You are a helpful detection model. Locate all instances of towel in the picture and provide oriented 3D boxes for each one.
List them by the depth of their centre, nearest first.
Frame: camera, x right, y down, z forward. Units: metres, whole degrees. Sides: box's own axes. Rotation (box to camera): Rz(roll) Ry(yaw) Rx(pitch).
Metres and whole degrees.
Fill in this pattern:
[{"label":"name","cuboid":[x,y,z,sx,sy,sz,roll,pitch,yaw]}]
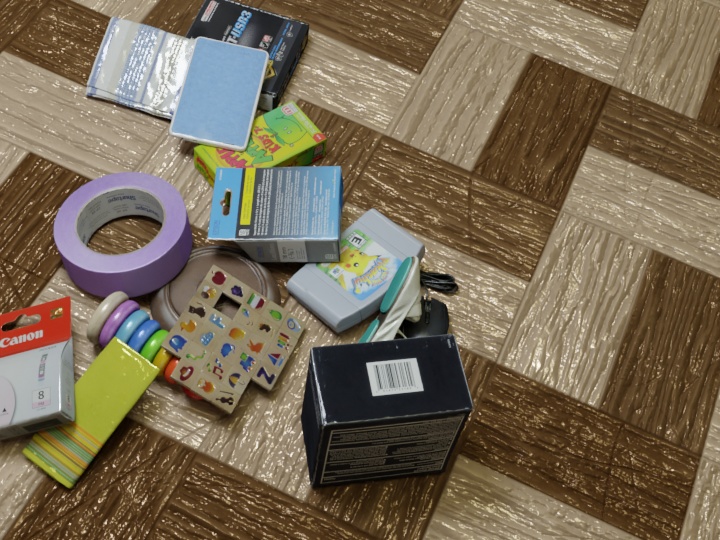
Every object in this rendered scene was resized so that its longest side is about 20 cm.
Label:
[{"label":"towel","cuboid":[-0.366,0.194,1.403,0.086,0.018,0.200,35,78,10]},{"label":"towel","cuboid":[-0.358,-0.341,1.754,0.199,0.024,0.148,17,84,3]}]

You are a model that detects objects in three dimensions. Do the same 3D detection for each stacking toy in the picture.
[{"label":"stacking toy","cuboid":[-0.289,0.114,1.470,0.200,0.085,0.085,31,58,7]}]

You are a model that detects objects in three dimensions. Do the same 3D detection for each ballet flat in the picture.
[{"label":"ballet flat","cuboid":[0.050,0.077,1.517,0.069,0.069,0.201,29,90,11]}]

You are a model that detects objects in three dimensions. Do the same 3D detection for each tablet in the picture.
[{"label":"tablet","cuboid":[-0.234,-0.296,1.708,0.130,0.014,0.201,12,65,-3]}]

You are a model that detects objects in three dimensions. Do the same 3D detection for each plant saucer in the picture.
[{"label":"plant saucer","cuboid":[-0.220,0.038,1.557,0.199,0.032,0.201,4,57,-6]}]

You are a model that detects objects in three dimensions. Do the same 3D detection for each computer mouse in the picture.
[{"label":"computer mouse","cuboid":[0.073,0.067,1.571,0.140,0.046,0.201,14,56,1]}]

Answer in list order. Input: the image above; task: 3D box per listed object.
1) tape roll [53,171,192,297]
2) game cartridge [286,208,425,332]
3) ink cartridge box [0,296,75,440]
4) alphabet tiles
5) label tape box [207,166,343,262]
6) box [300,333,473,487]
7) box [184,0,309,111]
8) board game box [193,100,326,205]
[{"label":"tape roll","cuboid":[-0.359,-0.056,1.558,0.199,0.066,0.201,0,52,0]},{"label":"game cartridge","cuboid":[0.000,0.000,1.586,0.133,0.041,0.200,38,67,24]},{"label":"ink cartridge box","cuboid":[-0.481,0.132,1.416,0.162,0.057,0.201,-15,63,6]},{"label":"alphabet tiles","cuboid":[-0.186,0.105,1.479,0.167,0.008,0.200,33,50,-7]},{"label":"label tape box","cuboid":[-0.129,-0.088,1.597,0.199,0.063,0.145,0,56,3]},{"label":"box","cuboid":[0.027,0.192,1.389,0.199,0.199,0.124,-4,55,-11]},{"label":"box","cuboid":[-0.214,-0.390,1.830,0.198,0.050,0.201,18,55,3]},{"label":"board game box","cuboid":[-0.166,-0.198,1.709,0.200,0.048,0.102,-30,66,-25]}]
